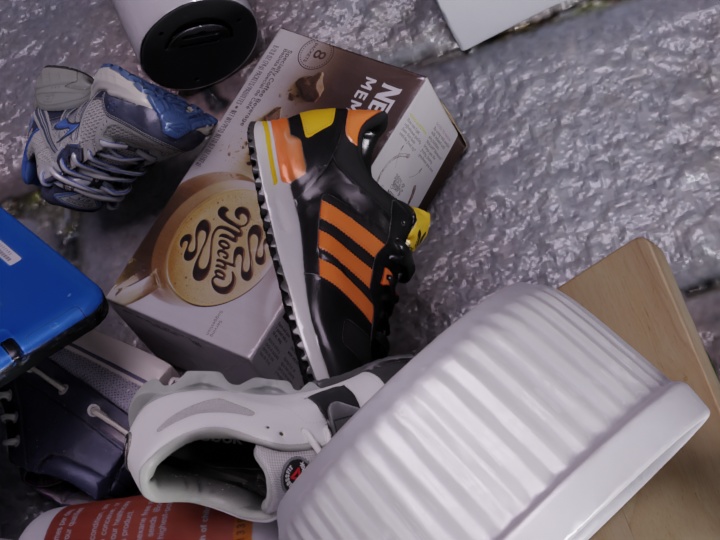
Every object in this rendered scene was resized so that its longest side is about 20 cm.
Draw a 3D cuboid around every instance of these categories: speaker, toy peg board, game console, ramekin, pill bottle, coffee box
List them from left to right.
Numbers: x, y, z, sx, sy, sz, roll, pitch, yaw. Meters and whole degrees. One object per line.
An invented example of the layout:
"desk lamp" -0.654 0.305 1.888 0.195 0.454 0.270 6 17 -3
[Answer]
"game console" -0.240 0.064 1.389 0.171 0.118 0.200 -33 37 -19
"pill bottle" -0.117 0.176 1.295 0.200 0.112 0.112 -9 57 17
"speaker" -0.134 -0.211 1.557 0.081 0.081 0.200 -29 54 4
"coffee box" -0.041 -0.030 1.408 0.113 0.080 0.200 22 71 32
"ramekin" 0.054 0.096 1.103 0.200 0.200 0.105 -42 81 -6
"toy peg board" 0.121 0.126 1.252 0.199 0.098 0.200 -34 51 21

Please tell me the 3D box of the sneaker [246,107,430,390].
"sneaker" 0.000 0.000 1.299 0.090 0.070 0.200 -15 69 -3

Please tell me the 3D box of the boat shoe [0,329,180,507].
"boat shoe" -0.193 0.075 1.412 0.200 0.075 0.093 20 65 32

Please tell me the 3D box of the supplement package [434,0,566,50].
"supplement package" 0.074 -0.276 1.464 0.152 0.151 0.200 -26 54 6

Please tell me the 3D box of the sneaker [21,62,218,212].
"sneaker" -0.152 -0.072 1.461 0.200 0.077 0.085 6 73 64

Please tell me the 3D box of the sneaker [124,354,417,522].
"sneaker" -0.020 0.094 1.211 0.200 0.074 0.089 -6 23 2
